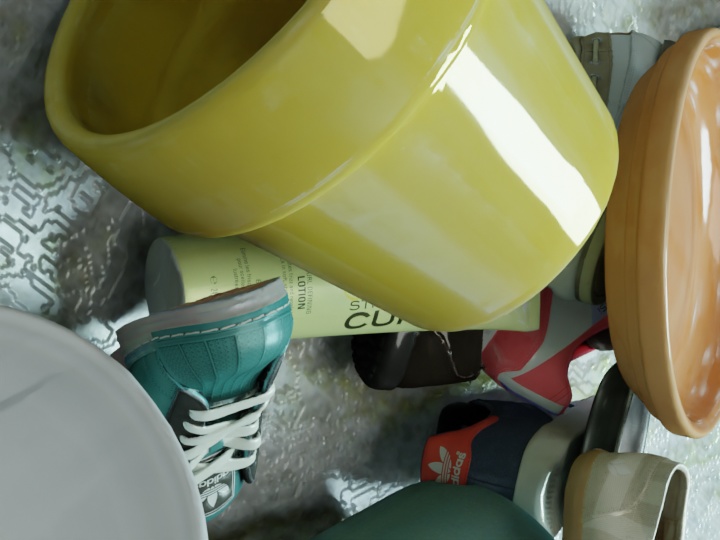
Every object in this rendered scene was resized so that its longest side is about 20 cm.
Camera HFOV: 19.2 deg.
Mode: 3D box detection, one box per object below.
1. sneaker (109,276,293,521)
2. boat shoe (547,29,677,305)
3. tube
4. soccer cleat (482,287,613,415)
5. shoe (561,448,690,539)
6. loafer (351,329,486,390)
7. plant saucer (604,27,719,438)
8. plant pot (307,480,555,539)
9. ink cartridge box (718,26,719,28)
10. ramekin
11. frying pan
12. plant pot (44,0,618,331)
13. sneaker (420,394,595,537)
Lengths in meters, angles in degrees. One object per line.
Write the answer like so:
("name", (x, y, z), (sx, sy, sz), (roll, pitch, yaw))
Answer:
("sneaker", (-0.065, 0.060, 0.872), (0.071, 0.200, 0.080), (-17, 81, -21))
("boat shoe", (0.119, -0.055, 1.103), (0.200, 0.068, 0.075), (-62, 163, -49))
("tube", (0.000, 0.000, 0.990), (0.199, 0.052, 0.058), (-5, 147, -26))
("soccer cleat", (0.132, 0.001, 1.149), (0.200, 0.073, 0.068), (-41, 169, -35))
("shoe", (0.119, 0.180, 0.983), (0.070, 0.053, 0.201), (32, 60, -54))
("loafer", (0.053, -0.034, 1.063), (0.071, 0.073, 0.201), (14, 100, -20))
("plant saucer", (0.158, -0.019, 1.049), (0.200, 0.037, 0.202), (3, 90, -69))
("plant pot", (0.004, 0.205, 1.010), (0.196, 0.199, 0.202), (-30, 121, -49))
("ink cartridge box", (0.288, -0.087, 1.305), (0.199, 0.084, 0.147), (-19, 114, -44))
("ramekin", (-0.156, 0.120, 0.805), (0.203, 0.202, 0.094), (-59, 174, -18))
("frying pan", (0.142, 0.096, 1.135), (0.190, 0.031, 0.116), (8, 93, -76))
("plant pot", (0.003, -0.078, 0.886), (0.189, 0.200, 0.202), (40, 71, -33))
("sneaker", (0.086, 0.098, 1.153), (0.200, 0.084, 0.076), (9, 92, -73))
